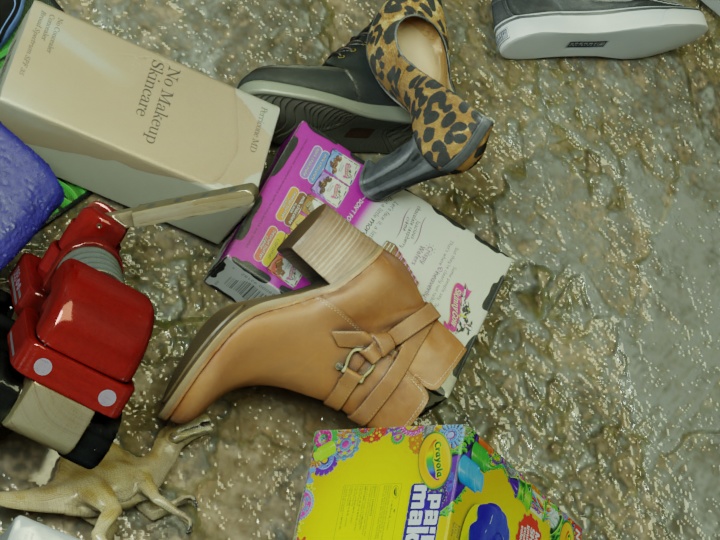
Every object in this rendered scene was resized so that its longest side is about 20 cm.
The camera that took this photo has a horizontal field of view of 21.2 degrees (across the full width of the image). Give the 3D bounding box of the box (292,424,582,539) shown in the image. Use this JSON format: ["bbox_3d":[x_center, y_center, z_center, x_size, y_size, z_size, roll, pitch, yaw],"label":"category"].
[{"bbox_3d":[0.047,0.235,1.308,0.193,0.121,0.201,43,50,-48],"label":"box"}]

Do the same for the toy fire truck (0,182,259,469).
[{"bbox_3d":[-0.163,0.012,1.281,0.128,0.176,0.201,28,102,-21],"label":"toy fire truck"}]

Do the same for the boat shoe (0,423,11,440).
[{"bbox_3d":[-0.318,0.119,1.272,0.200,0.073,0.065,-26,72,-42],"label":"boat shoe"}]

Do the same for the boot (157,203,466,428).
[{"bbox_3d":[-0.034,0.071,1.377,0.155,0.077,0.200,45,78,-12],"label":"boot"}]

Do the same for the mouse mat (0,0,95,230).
[{"bbox_3d":[-0.262,-0.134,1.431,0.161,0.008,0.200,-39,90,-31],"label":"mouse mat"}]

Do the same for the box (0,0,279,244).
[{"bbox_3d":[-0.170,-0.107,1.413,0.199,0.078,0.095,21,61,-16],"label":"box"}]

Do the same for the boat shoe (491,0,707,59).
[{"bbox_3d":[0.203,-0.222,1.644,0.199,0.072,0.068,-5,73,-18],"label":"boat shoe"}]

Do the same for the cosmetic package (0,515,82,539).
[{"bbox_3d":[-0.158,0.241,1.273,0.199,0.101,0.072,25,61,-14],"label":"cosmetic package"}]

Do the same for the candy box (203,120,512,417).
[{"bbox_3d":[0.000,0.000,1.464,0.199,0.061,0.137,33,61,-8],"label":"candy box"}]

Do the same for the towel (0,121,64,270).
[{"bbox_3d":[-0.313,-0.032,1.305,0.148,0.050,0.200,43,61,-5],"label":"towel"}]

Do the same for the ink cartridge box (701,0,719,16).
[{"bbox_3d":[0.309,-0.344,1.727,0.200,0.084,0.145,38,59,-6],"label":"ink cartridge box"}]

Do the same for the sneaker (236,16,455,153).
[{"bbox_3d":[-0.015,-0.155,1.519,0.199,0.075,0.107,6,63,-33],"label":"sneaker"}]

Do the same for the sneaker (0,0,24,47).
[{"bbox_3d":[-0.317,-0.170,1.372,0.200,0.078,0.070,-36,87,-30],"label":"sneaker"}]

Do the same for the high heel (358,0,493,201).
[{"bbox_3d":[0.065,-0.156,1.430,0.071,0.142,0.201,22,66,-29],"label":"high heel"}]

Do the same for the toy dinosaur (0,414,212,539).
[{"bbox_3d":[-0.182,0.160,1.332,0.199,0.058,0.101,-15,62,-36],"label":"toy dinosaur"}]
